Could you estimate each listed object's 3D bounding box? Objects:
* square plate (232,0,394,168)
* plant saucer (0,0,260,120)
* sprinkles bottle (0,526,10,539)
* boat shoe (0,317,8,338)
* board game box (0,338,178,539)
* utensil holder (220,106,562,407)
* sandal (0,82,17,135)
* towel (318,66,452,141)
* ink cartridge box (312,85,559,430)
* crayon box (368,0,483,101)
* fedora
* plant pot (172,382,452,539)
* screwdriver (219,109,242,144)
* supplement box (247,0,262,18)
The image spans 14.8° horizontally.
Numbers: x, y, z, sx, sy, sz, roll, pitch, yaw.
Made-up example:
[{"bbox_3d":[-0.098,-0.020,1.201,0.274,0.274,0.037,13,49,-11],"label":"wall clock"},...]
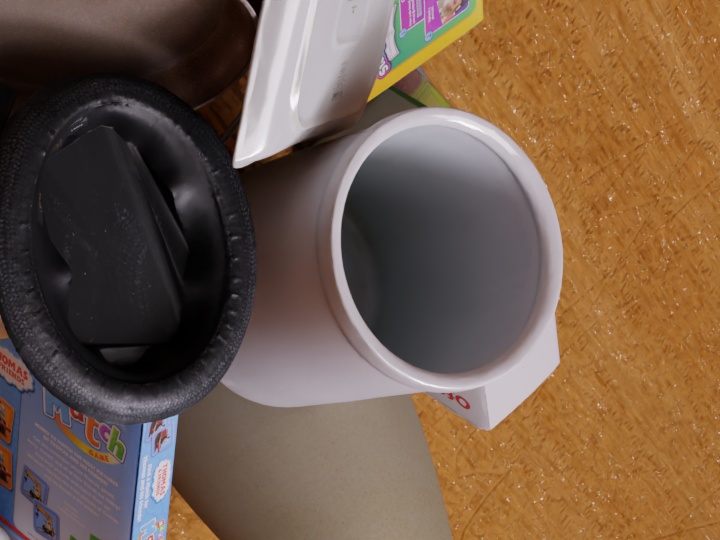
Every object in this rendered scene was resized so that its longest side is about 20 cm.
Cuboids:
[{"bbox_3d":[-0.013,-0.164,1.627,0.200,0.028,0.199,-26,130,-69],"label":"square plate"},{"bbox_3d":[-0.156,-0.136,1.562,0.199,0.032,0.200,-5,156,-2],"label":"plant saucer"},{"bbox_3d":[-0.288,0.153,1.697,0.068,0.068,0.200,-53,148,-6],"label":"sprinkles bottle"},{"bbox_3d":[-0.180,-0.029,1.678,0.200,0.070,0.071,-37,134,-33],"label":"boat shoe"},{"bbox_3d":[-0.183,0.127,1.738,0.037,0.151,0.201,-27,138,-39],"label":"board game box"},{"bbox_3d":[0.000,0.000,1.710,0.169,0.200,0.171,6,79,-32],"label":"utensil holder"},{"bbox_3d":[-0.253,-0.028,1.596,0.075,0.048,0.201,-86,-160,-64],"label":"sandal"},{"bbox_3d":[-0.004,-0.056,1.937,0.200,0.023,0.144,-53,148,-5],"label":"towel"},{"bbox_3d":[0.054,-0.006,1.902,0.084,0.146,0.201,-41,146,-24],"label":"ink cartridge box"},{"bbox_3d":[0.018,-0.220,1.789,0.119,0.058,0.201,-36,143,-28],"label":"crayon box"},{"bbox_3d":[-0.153,-0.010,1.589,0.200,0.091,0.202,5,81,-36],"label":"fedora"},{"bbox_3d":[-0.021,0.149,1.866,0.187,0.200,0.187,-30,163,-10],"label":"plant pot"},{"bbox_3d":[-0.120,-0.047,1.742,0.200,0.029,0.028,-55,-165,23],"label":"screwdriver"},{"bbox_3d":[-0.089,-0.217,1.599,0.200,0.085,0.111,38,68,-58],"label":"supplement box"}]
